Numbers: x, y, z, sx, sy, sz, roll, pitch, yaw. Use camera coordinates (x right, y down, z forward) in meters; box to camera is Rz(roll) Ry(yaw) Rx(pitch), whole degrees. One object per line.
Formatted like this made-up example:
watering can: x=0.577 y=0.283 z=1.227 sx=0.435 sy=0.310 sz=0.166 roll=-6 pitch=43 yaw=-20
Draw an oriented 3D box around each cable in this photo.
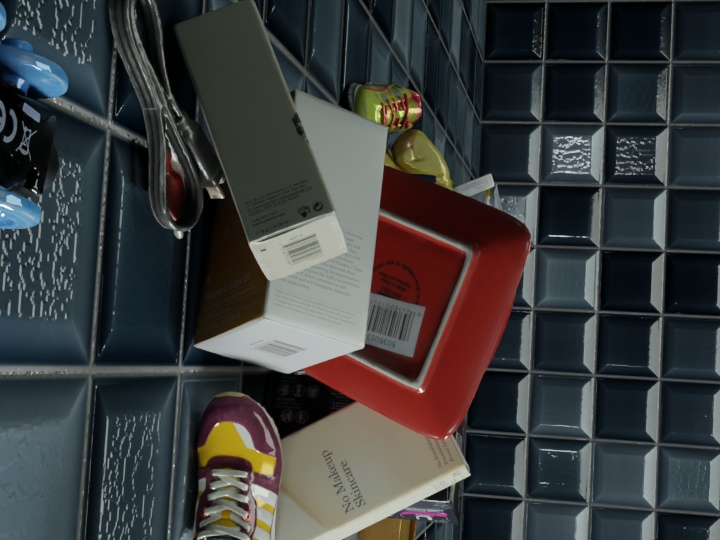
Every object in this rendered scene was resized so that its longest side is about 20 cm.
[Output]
cable: x=-0.151 y=-0.107 z=0.821 sx=0.097 sy=0.050 sz=0.200 roll=-63 pitch=143 yaw=-38

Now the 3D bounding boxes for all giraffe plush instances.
giraffe plush: x=0.062 y=-0.107 z=1.566 sx=0.162 sy=0.199 sz=0.173 roll=-161 pitch=-112 yaw=-72

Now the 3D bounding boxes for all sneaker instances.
sneaker: x=-0.106 y=0.205 z=0.961 sx=0.090 sy=0.075 sz=0.201 roll=-69 pitch=157 yaw=-71
sneaker: x=0.034 y=-0.215 z=1.512 sx=0.200 sy=0.090 sz=0.078 roll=-57 pitch=149 yaw=-65

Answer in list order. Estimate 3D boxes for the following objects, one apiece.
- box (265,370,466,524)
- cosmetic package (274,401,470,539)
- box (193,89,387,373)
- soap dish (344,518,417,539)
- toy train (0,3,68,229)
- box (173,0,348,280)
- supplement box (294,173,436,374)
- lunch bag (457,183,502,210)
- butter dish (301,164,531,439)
box: x=0.006 y=0.182 z=1.185 sx=0.115 sy=0.199 sz=0.132 roll=70 pitch=25 yaw=-65
cosmetic package: x=-0.008 y=0.187 z=1.067 sx=0.104 sy=0.200 sz=0.073 roll=63 pitch=0 yaw=20
box: x=-0.058 y=-0.029 z=0.960 sx=0.124 sy=0.097 sz=0.200 roll=-24 pitch=-127 yaw=53
soap dish: x=0.035 y=0.375 z=1.651 sx=0.200 sy=0.081 sz=0.158 roll=72 pitch=23 yaw=-62
toy train: x=-0.189 y=-0.071 z=0.415 sx=0.200 sy=0.114 sz=0.087 roll=50 pitch=47 yaw=-72
box: x=-0.076 y=-0.100 z=0.865 sx=0.082 sy=0.068 sz=0.200 roll=73 pitch=-4 yaw=-69
supplement box: x=0.000 y=0.000 z=1.179 sx=0.200 sy=0.134 sz=0.201 roll=-130 pitch=-139 yaw=-86
lunch bag: x=0.164 y=-0.069 z=1.964 sx=0.200 sy=0.169 sz=0.127 roll=53 pitch=40 yaw=-73
butter dish: x=0.061 y=0.029 z=1.018 sx=0.148 sy=0.200 sz=0.200 roll=16 pitch=97 yaw=-58
